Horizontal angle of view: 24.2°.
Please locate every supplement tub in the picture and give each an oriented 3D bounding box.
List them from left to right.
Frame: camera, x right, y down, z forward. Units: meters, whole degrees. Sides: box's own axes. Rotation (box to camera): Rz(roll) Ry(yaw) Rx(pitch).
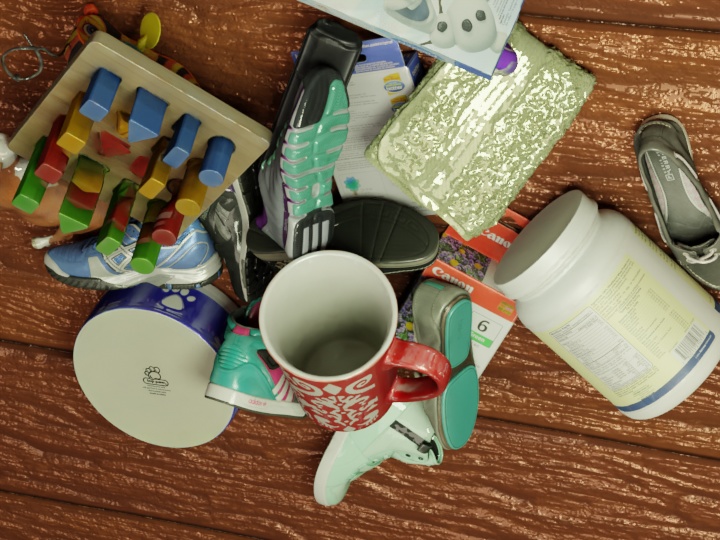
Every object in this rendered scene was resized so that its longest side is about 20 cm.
[{"bbox_3d":[0.242,0.032,1.628,0.200,0.145,0.145,41,128,-11],"label":"supplement tub"}]

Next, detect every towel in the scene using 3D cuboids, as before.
[{"bbox_3d":[0.114,-0.140,1.587,0.148,0.036,0.200,36,106,-7],"label":"towel"}]

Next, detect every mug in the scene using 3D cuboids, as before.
[{"bbox_3d":[-0.009,0.096,1.670,0.178,0.133,0.200,46,167,20],"label":"mug"}]

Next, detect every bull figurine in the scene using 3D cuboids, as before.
[{"bbox_3d":[-0.356,-0.083,1.780,0.121,0.065,0.200,-18,149,33],"label":"bull figurine"}]

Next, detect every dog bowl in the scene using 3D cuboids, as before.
[{"bbox_3d":[-0.219,0.100,1.894,0.200,0.079,0.200,10,127,14],"label":"dog bowl"}]

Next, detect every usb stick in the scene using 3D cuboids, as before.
[{"bbox_3d":[-0.051,-0.157,1.632,0.055,0.033,0.200,22,131,-3],"label":"usb stick"}]

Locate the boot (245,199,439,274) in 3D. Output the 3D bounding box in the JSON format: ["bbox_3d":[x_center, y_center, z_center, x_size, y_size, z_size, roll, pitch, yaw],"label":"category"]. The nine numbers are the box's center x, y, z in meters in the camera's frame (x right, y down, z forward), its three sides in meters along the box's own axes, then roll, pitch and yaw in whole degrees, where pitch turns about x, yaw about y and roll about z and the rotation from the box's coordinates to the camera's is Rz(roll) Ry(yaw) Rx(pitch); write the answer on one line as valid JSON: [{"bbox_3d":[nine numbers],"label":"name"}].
[{"bbox_3d":[0.000,-0.001,1.723,0.204,0.074,0.154,2,148,22],"label":"boot"}]

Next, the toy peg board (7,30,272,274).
[{"bbox_3d":[-0.226,-0.099,1.635,0.200,0.098,0.199,29,139,-21],"label":"toy peg board"}]

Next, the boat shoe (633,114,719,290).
[{"bbox_3d":[0.308,-0.053,1.601,0.067,0.057,0.200,-15,117,29],"label":"boat shoe"}]

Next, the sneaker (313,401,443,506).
[{"bbox_3d":[0.024,0.212,1.881,0.118,0.074,0.200,29,127,7],"label":"sneaker"}]

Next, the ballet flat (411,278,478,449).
[{"bbox_3d":[0.084,0.094,1.733,0.064,0.067,0.200,26,134,36],"label":"ballet flat"}]

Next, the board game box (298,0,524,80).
[{"bbox_3d":[0.061,-0.296,1.462,0.199,0.043,0.200,24,91,3],"label":"board game box"}]

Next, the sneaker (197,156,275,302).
[{"bbox_3d":[-0.138,-0.064,1.764,0.088,0.076,0.200,12,122,27],"label":"sneaker"}]

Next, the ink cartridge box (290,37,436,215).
[{"bbox_3d":[0.018,-0.142,1.658,0.119,0.042,0.200,-5,124,26],"label":"ink cartridge box"}]

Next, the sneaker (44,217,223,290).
[{"bbox_3d":[-0.249,-0.025,1.828,0.200,0.076,0.077,-3,117,11],"label":"sneaker"}]

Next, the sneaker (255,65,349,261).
[{"bbox_3d":[-0.068,-0.109,1.613,0.088,0.074,0.200,30,123,37],"label":"sneaker"}]

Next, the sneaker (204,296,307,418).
[{"bbox_3d":[-0.097,0.092,1.824,0.084,0.200,0.121,16,89,21],"label":"sneaker"}]

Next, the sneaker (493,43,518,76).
[{"bbox_3d":[0.076,-0.261,1.512,0.200,0.070,0.100,41,108,12],"label":"sneaker"}]

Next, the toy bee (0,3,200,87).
[{"bbox_3d":[-0.247,-0.219,1.680,0.131,0.109,0.200,-29,135,25],"label":"toy bee"}]

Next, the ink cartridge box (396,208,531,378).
[{"bbox_3d":[0.112,0.021,1.731,0.109,0.050,0.200,28,129,0],"label":"ink cartridge box"}]
